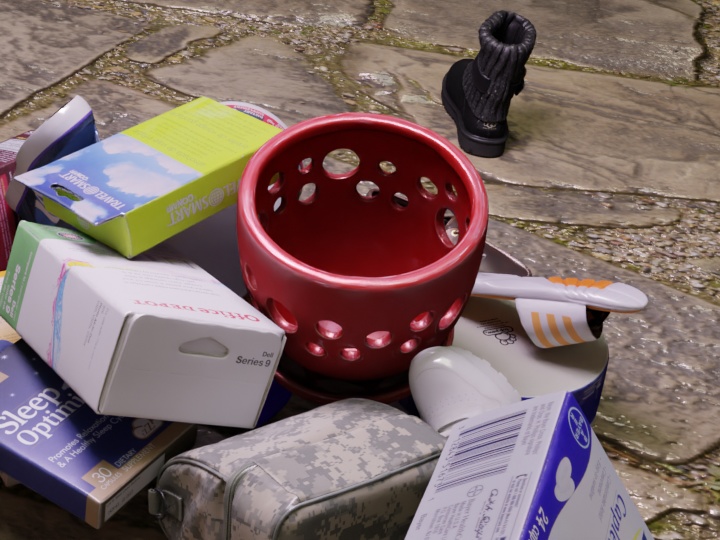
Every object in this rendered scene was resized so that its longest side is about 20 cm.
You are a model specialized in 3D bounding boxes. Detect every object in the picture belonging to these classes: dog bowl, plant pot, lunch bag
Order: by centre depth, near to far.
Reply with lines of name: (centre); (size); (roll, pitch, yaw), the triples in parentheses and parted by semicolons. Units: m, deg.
lunch bag: (-0.036, 0.175, 1.097); (0.200, 0.140, 0.168); (-14, 30, -37)
plant pot: (0.000, 0.000, 1.202); (0.200, 0.183, 0.201); (1, 47, -1)
dog bowl: (0.122, 0.087, 1.331); (0.199, 0.079, 0.200); (6, 32, -4)

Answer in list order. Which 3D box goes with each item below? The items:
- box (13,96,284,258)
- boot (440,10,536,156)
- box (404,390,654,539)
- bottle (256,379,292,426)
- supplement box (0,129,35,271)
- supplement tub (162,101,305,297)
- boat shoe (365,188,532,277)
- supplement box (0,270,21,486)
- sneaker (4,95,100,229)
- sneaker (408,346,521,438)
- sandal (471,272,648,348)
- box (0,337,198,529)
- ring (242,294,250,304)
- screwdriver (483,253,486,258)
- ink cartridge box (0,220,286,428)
box: (-0.168, -0.078, 1.207); (0.200, 0.048, 0.122); (-30, 40, -35)
boot: (0.159, -0.254, 1.806); (0.079, 0.158, 0.211); (2, 33, -10)
box: (0.128, 0.220, 0.993); (0.105, 0.200, 0.184); (-21, 20, 29)
bottle: (-0.157, 0.071, 1.301); (0.200, 0.065, 0.083); (22, 29, 21)
supplement box: (-0.358, -0.053, 1.400); (0.061, 0.109, 0.200); (12, 28, 33)
supplement tub: (-0.132, -0.064, 1.368); (0.140, 0.141, 0.200); (10, 26, 1)
boat shoe: (0.087, -0.025, 1.510); (0.199, 0.071, 0.070); (21, 30, 16)
supplement box: (-0.275, 0.082, 1.244); (0.126, 0.074, 0.200); (-11, 38, -28)
sneaker: (-0.238, -0.060, 1.314); (0.146, 0.200, 0.081); (44, 58, -2)
sneaker: (0.096, 0.151, 1.128); (0.076, 0.200, 0.080); (-28, 8, 28)
sandal: (0.159, 0.037, 1.300); (0.206, 0.059, 0.079); (5, 8, 35)
box: (-0.240, 0.110, 1.118); (0.200, 0.032, 0.121); (24, 37, 21)
ring: (-0.106, -0.005, 1.432); (0.200, 0.019, 0.201); (-9, 30, 5)
screwdriver: (0.073, 0.000, 1.402); (0.029, 0.028, 0.200); (22, -16, -26)
ink cartridge box: (-0.174, 0.040, 1.139); (0.145, 0.088, 0.200); (10, 13, -40)
